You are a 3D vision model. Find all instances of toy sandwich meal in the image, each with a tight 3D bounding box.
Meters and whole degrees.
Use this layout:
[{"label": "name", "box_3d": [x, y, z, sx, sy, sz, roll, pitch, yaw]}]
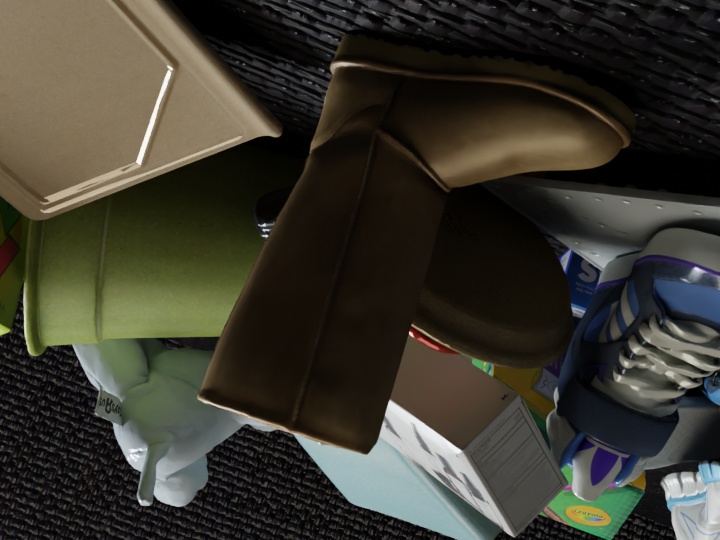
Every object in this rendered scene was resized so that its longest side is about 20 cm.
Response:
[{"label": "toy sandwich meal", "box_3d": [0.039, -0.004, 0.848, 0.204, 0.070, 0.206, 27, -149, -18]}]

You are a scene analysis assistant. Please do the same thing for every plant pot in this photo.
[{"label": "plant pot", "box_3d": [0.036, 0.081, 1.228, 0.196, 0.197, 0.200, 7, 149, 52]}, {"label": "plant pot", "box_3d": [-0.122, -0.027, 1.017, 0.188, 0.202, 0.200, 8, 171, -3]}]

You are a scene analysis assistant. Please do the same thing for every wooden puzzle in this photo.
[{"label": "wooden puzzle", "box_3d": [-0.169, -0.108, 0.811, 0.199, 0.037, 0.185, -14, 143, 24]}]

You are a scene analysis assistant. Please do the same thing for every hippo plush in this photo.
[{"label": "hippo plush", "box_3d": [-0.117, 0.075, 1.099, 0.160, 0.160, 0.200, 62, 173, 10]}]

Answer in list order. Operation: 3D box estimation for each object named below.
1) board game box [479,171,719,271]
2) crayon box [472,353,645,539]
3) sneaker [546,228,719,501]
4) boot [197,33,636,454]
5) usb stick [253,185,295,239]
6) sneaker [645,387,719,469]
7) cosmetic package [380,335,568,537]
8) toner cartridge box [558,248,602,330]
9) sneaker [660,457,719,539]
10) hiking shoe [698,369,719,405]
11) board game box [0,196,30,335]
[{"label": "board game box", "box_3d": [0.199, -0.016, 0.834, 0.199, 0.026, 0.199, 10, 166, 44]}, {"label": "crayon box", "box_3d": [0.142, 0.090, 1.064, 0.118, 0.201, 0.058, 21, 127, -6]}, {"label": "sneaker", "box_3d": [0.165, 0.063, 0.818, 0.080, 0.148, 0.200, 21, 171, -8]}, {"label": "boot", "box_3d": [0.028, -0.005, 0.715, 0.174, 0.201, 0.066, 14, 169, 31]}, {"label": "usb stick", "box_3d": [0.000, 0.000, 0.964, 0.055, 0.033, 0.200, -13, 149, 26]}, {"label": "sneaker", "box_3d": [0.222, 0.087, 1.008, 0.199, 0.071, 0.099, 6, -153, -38]}, {"label": "cosmetic package", "box_3d": [0.031, 0.076, 0.872, 0.200, 0.051, 0.083, 31, 157, 51]}, {"label": "toner cartridge box", "box_3d": [0.229, 0.041, 1.030, 0.199, 0.043, 0.095, 20, 171, 1]}, {"label": "sneaker", "box_3d": [0.238, 0.161, 0.898, 0.074, 0.087, 0.200, 0, 165, 1]}, {"label": "hiking shoe", "box_3d": [0.247, 0.066, 0.867, 0.086, 0.075, 0.200, 12, 176, -8]}, {"label": "board game box", "box_3d": [-0.258, -0.063, 0.943, 0.047, 0.201, 0.101, -20, 140, 33]}]
